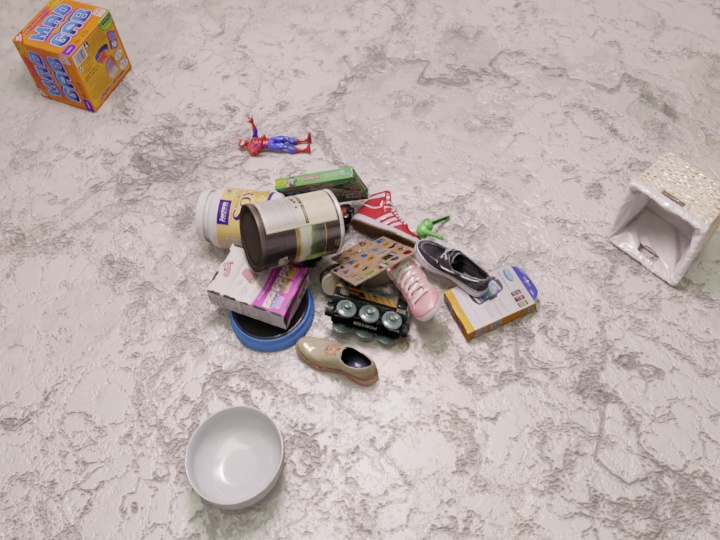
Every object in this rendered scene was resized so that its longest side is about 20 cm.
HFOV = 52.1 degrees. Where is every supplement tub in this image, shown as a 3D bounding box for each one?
[{"bbox_3d":[-0.280,-0.121,1.760,0.194,0.147,0.148,6,56,8],"label":"supplement tub"}]

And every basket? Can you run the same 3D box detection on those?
[{"bbox_3d":[0.700,-0.118,1.668,0.160,0.202,0.197,-36,61,-26],"label":"basket"}]

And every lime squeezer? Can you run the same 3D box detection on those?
[{"bbox_3d":[0.167,-0.104,1.732,0.069,0.038,0.200,-19,12,17],"label":"lime squeezer"}]

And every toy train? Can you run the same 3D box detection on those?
[{"bbox_3d":[0.019,0.088,1.632,0.195,0.086,0.116,14,48,0],"label":"toy train"}]

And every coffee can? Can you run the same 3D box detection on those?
[{"bbox_3d":[-0.152,-0.090,1.624,0.196,0.148,0.148,-14,54,-25],"label":"coffee can"}]

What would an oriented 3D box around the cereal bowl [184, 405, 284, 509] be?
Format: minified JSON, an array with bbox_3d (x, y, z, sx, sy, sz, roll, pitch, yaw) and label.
[{"bbox_3d":[-0.244,0.377,1.463,0.194,0.084,0.204,-1,56,2],"label":"cereal bowl"}]

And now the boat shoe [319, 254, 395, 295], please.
[{"bbox_3d":[0.000,0.000,1.709,0.195,0.073,0.060,-17,28,-7],"label":"boat shoe"}]

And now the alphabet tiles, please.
[{"bbox_3d":[0.014,-0.027,1.658,0.165,0.008,0.199,-28,23,-18],"label":"alphabet tiles"}]

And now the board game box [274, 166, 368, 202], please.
[{"bbox_3d":[-0.092,-0.197,1.778,0.195,0.135,0.030,-6,71,16],"label":"board game box"}]

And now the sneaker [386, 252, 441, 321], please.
[{"bbox_3d":[0.109,0.030,1.614,0.075,0.105,0.201,-41,25,11],"label":"sneaker"}]

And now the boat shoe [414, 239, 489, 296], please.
[{"bbox_3d":[0.205,-0.019,1.657,0.199,0.068,0.072,37,62,23],"label":"boat shoe"}]

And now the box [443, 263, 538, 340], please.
[{"bbox_3d":[0.299,0.066,1.663,0.196,0.042,0.120,-20,57,-13],"label":"box"}]

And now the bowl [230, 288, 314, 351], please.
[{"bbox_3d":[-0.203,0.086,1.681,0.195,0.040,0.205,-2,56,3],"label":"bowl"}]

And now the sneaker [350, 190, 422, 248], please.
[{"bbox_3d":[0.084,-0.122,1.782,0.197,0.072,0.114,24,64,21],"label":"sneaker"}]

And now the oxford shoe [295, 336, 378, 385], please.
[{"bbox_3d":[-0.052,0.178,1.588,0.195,0.075,0.072,17,58,14],"label":"oxford shoe"}]

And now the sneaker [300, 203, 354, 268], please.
[{"bbox_3d":[-0.098,-0.101,1.779,0.097,0.071,0.201,33,66,21],"label":"sneaker"}]

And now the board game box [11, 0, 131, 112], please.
[{"bbox_3d":[-0.810,-0.613,2.089,0.195,0.202,0.203,17,59,16],"label":"board game box"}]

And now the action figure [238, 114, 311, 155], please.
[{"bbox_3d":[-0.232,-0.356,1.947,0.194,0.100,0.067,-3,54,5],"label":"action figure"}]

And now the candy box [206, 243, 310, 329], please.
[{"bbox_3d":[-0.228,0.035,1.656,0.196,0.062,0.138,18,58,14],"label":"candy box"}]
